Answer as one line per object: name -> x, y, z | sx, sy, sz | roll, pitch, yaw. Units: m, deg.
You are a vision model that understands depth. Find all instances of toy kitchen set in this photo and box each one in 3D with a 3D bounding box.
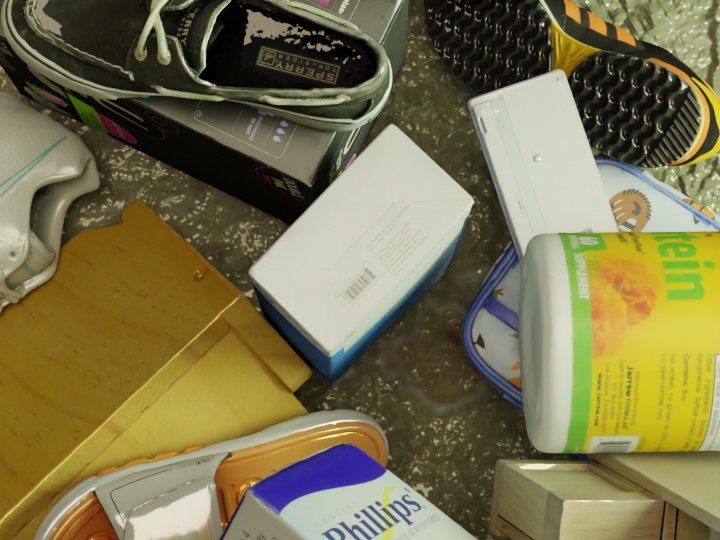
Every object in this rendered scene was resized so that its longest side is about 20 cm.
toy kitchen set -> 0.181, 0.193, 0.880 | 0.199, 0.163, 0.181 | 3, 98, -20

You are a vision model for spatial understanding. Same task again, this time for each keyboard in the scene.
keyboard -> 0.115, -0.008, 0.976 | 0.056, 0.011, 0.201 | -17, 83, -3

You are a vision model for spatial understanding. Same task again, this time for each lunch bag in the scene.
lunch bag -> 0.163, 0.045, 1.006 | 0.200, 0.076, 0.160 | 36, 85, 6

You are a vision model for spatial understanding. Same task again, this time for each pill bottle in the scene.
pill bottle -> 0.184, 0.035, 0.910 | 0.199, 0.111, 0.112 | -1, 81, -2

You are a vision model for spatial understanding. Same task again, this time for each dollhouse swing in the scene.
dollhouse swing -> -0.119, 0.109, 1.016 | 0.200, 0.176, 0.182 | -44, 42, -6

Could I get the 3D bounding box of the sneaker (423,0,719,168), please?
sneaker -> 0.125, -0.116, 1.039 | 0.200, 0.090, 0.070 | 36, 108, 29

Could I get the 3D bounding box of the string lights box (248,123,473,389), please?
string lights box -> 0.000, 0.000, 0.948 | 0.059, 0.200, 0.103 | 44, 83, 6

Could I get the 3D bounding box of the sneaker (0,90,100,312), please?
sneaker -> -0.220, -0.004, 1.004 | 0.080, 0.070, 0.201 | 26, 79, 18

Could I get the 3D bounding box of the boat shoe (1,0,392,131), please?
boat shoe -> -0.082, -0.117, 0.885 | 0.199, 0.064, 0.071 | 10, 84, 2

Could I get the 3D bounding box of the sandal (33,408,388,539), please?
sandal -> -0.071, 0.128, 0.925 | 0.206, 0.059, 0.079 | -21, 117, -18

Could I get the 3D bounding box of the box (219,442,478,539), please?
box -> 0.007, 0.216, 0.858 | 0.200, 0.105, 0.184 | 36, 115, 17

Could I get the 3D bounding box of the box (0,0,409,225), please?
box -> -0.087, -0.125, 0.994 | 0.199, 0.149, 0.125 | 25, 82, 3
